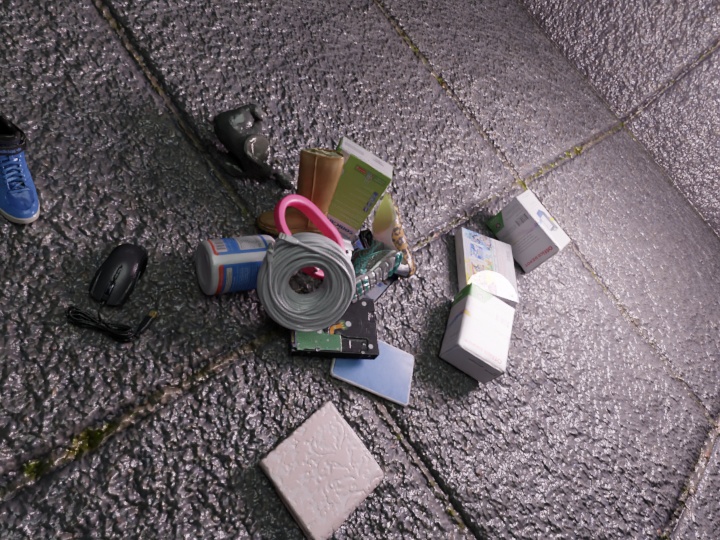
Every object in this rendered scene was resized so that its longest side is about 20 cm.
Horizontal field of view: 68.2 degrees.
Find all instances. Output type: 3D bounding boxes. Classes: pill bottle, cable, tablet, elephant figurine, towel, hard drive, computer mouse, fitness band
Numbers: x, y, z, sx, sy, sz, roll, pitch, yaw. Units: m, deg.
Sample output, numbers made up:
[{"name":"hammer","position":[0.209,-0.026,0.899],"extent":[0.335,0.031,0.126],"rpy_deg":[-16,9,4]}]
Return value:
[{"name":"pill bottle","position":[-0.234,-0.016,1.118],"extent":[0.198,0.112,0.113],"rpy_deg":[-7,66,-34]},{"name":"cable","position":[-0.110,0.024,1.077],"extent":[0.198,0.202,0.069],"rpy_deg":[12,19,-19]},{"name":"tablet","position":[0.030,0.214,1.201],"extent":[0.198,0.014,0.131],"rpy_deg":[26,52,-16]},{"name":"elephant figurine","position":[-0.258,-0.280,1.265],"extent":[0.154,0.141,0.202],"rpy_deg":[-19,88,-8]},{"name":"towel","position":[-0.072,0.385,1.023],"extent":[0.199,0.032,0.192],"rpy_deg":[-32,81,-40]},{"name":"hard drive","position":[-0.060,0.123,1.172],"extent":[0.198,0.038,0.141],"rpy_deg":[6,58,-21]},{"name":"computer mouse","position":[-0.440,0.035,1.005],"extent":[0.140,0.046,0.201],"rpy_deg":[29,51,-11]},{"name":"fitness band","position":[-0.110,-0.074,1.154],"extent":[0.200,0.037,0.144],"rpy_deg":[48,43,-19]},{"name":"computer mouse","position":[-0.049,-0.041,1.249],"extent":[0.198,0.044,0.111],"rpy_deg":[-3,82,-23]}]

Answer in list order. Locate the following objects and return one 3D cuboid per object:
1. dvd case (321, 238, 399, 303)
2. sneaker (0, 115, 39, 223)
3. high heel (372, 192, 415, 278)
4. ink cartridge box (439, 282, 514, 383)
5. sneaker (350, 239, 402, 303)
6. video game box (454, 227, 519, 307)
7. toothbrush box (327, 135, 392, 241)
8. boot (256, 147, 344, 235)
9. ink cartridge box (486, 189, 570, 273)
[{"name":"dvd case","position":[0.006,0.011,1.307],"extent":[0.143,0.018,0.200],"rpy_deg":[45,49,0]},{"name":"sneaker","position":[-0.648,-0.192,0.977],"extent":[0.076,0.111,0.201],"rpy_deg":[-15,71,-36]},{"name":"high heel","position":[0.093,-0.083,1.330],"extent":[0.142,0.071,0.203],"rpy_deg":[14,72,-55]},{"name":"ink cartridge box","position":[0.296,0.157,1.338],"extent":[0.144,0.088,0.201],"rpy_deg":[31,49,-11]},{"name":"sneaker","position":[0.000,0.000,1.208],"extent":[0.199,0.078,0.091],"rpy_deg":[-34,59,-26]},{"name":"video game box","position":[0.357,-0.007,1.511],"extent":[0.181,0.047,0.202],"rpy_deg":[19,54,-23]},{"name":"toothbrush box","position":[-0.034,-0.193,1.279],"extent":[0.145,0.201,0.086],"rpy_deg":[28,29,-12]},{"name":"boot","position":[-0.139,-0.181,1.207],"extent":[0.173,0.202,0.066],"rpy_deg":[2,34,-18]},{"name":"ink cartridge box","position":[0.503,-0.116,1.599],"extent":[0.087,0.145,0.201],"rpy_deg":[-29,78,-41]}]
